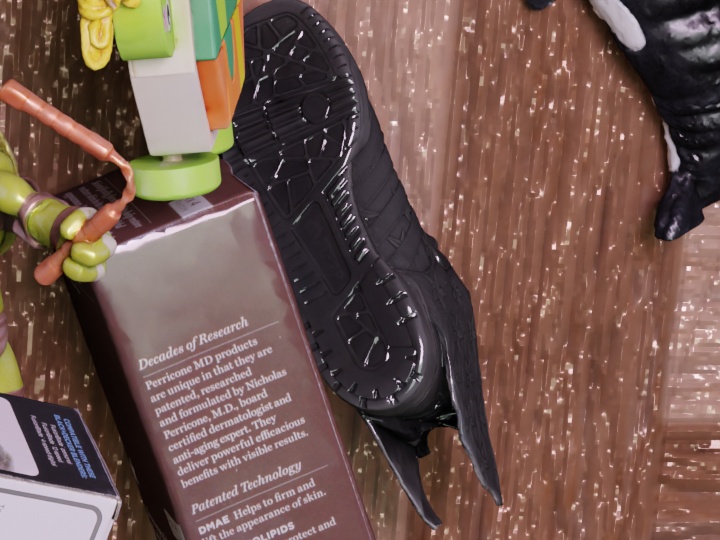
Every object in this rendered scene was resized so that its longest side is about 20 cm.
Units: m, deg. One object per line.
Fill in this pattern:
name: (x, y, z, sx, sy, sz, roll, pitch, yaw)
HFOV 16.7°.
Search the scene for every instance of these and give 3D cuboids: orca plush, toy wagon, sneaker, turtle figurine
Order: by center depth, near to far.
toy wagon: (-0.066, -0.104, 0.838, 0.039, 0.200, 0.156, -5, 105, 1)
turtle figurine: (-0.157, -0.022, 0.881, 0.064, 0.199, 0.162, -36, 141, -51)
sneaker: (0.003, -0.001, 0.956, 0.060, 0.104, 0.201, -22, 74, 12)
orca plush: (0.121, -0.108, 0.964, 0.105, 0.071, 0.201, -8, 106, -16)

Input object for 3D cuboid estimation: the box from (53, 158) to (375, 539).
box: (-0.052, 0.062, 0.935, 0.075, 0.100, 0.201, -20, 108, -12)

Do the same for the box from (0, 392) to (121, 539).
box: (-0.188, 0.087, 0.756, 0.199, 0.060, 0.117, 13, 111, -26)
